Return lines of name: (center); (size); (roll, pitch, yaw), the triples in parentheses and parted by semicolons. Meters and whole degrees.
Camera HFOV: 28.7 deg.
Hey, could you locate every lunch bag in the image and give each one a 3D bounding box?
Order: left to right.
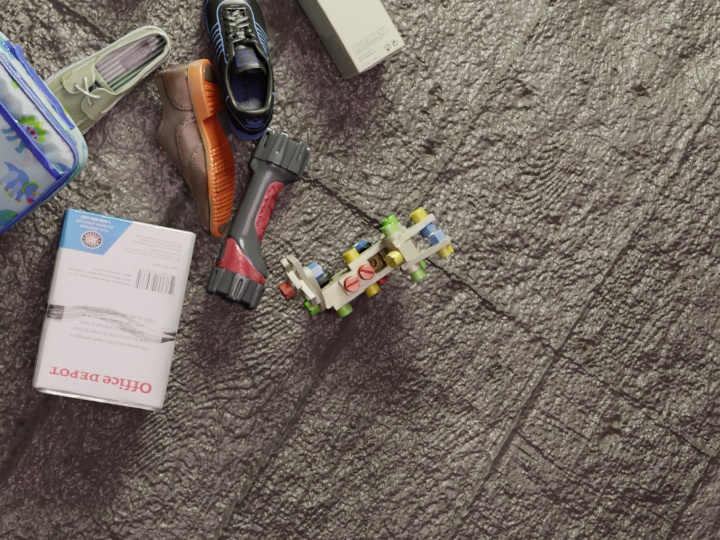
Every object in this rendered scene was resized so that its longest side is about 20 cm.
lunch bag: (-0.400, -0.152, 1.506); (0.160, 0.082, 0.200); (-35, 100, 8)

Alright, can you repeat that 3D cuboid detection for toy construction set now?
toy construction set: (0.000, 0.000, 1.611); (0.199, 0.131, 0.093); (-20, 96, -13)

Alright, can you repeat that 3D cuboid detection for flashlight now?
flashlight: (-0.113, -0.057, 1.617); (0.068, 0.068, 0.201); (19, 81, 23)

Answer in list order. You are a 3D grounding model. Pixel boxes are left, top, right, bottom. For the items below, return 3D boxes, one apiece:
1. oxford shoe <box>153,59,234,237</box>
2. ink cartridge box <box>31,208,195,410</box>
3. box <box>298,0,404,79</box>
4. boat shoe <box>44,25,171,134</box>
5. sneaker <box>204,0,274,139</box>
oxford shoe: (-0.190, -0.136, 1.602); (0.073, 0.071, 0.201); (-5, 97, 14)
ink cartridge box: (-0.276, 0.043, 1.563); (0.144, 0.084, 0.201); (12, 88, -14)
box: (-0.033, -0.324, 1.620); (0.068, 0.082, 0.201); (-32, 100, -11)
boat shoe: (-0.295, -0.208, 1.562); (0.200, 0.062, 0.072); (-41, 101, -9)
sneaker: (-0.131, -0.251, 1.584); (0.070, 0.078, 0.201); (-10, 82, -12)
